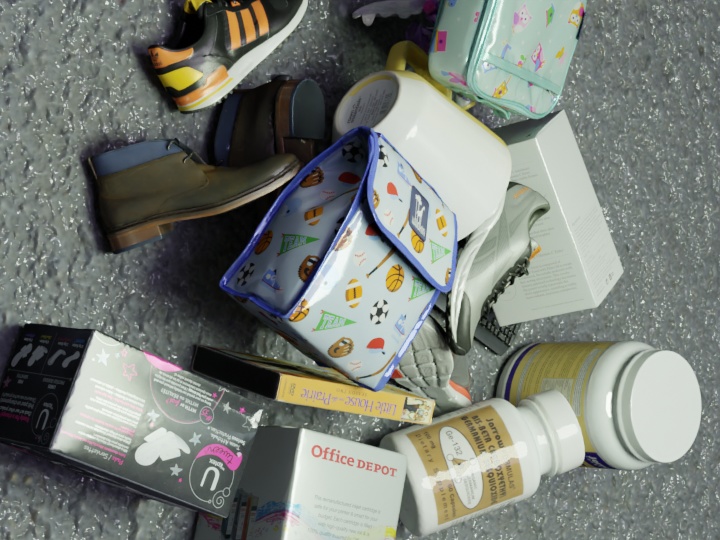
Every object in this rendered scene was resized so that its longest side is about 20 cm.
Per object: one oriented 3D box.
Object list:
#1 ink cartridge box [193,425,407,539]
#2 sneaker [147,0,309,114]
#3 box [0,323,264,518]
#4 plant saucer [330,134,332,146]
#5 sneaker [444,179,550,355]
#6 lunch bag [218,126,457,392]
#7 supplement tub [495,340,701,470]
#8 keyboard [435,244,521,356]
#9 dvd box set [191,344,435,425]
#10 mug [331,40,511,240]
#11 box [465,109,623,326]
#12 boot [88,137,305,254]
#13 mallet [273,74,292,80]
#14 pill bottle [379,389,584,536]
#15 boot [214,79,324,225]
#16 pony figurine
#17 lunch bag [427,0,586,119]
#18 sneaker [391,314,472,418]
[{"bbox_3d":[-0.064,0.259,1.607,0.145,0.145,0.200,20,75,-39],"label":"ink cartridge box"},{"bbox_3d":[-0.129,-0.246,1.626,0.200,0.070,0.090,-51,122,-28],"label":"sneaker"},{"bbox_3d":[-0.214,0.138,1.493,0.200,0.132,0.115,29,73,-36],"label":"box"},{"bbox_3d":[0.053,-0.116,1.801,0.200,0.036,0.200,2,87,-40],"label":"plant saucer"},{"bbox_3d":[0.137,-0.004,1.691,0.079,0.074,0.200,19,73,7],"label":"sneaker"},{"bbox_3d":[-0.002,-0.014,1.545,0.200,0.124,0.170,-57,137,-10],"label":"lunch bag"},{"bbox_3d":[0.268,0.152,1.864,0.145,0.200,0.146,2,86,-40],"label":"supplement tub"},{"bbox_3d":[0.134,0.004,1.852,0.200,0.021,0.127,38,64,-46],"label":"keyboard"},{"bbox_3d":[-0.046,0.114,1.630,0.200,0.146,0.029,13,91,-39],"label":"dvd box set"},{"bbox_3d":[0.043,-0.132,1.673,0.149,0.187,0.153,-42,129,8],"label":"mug"},{"bbox_3d":[0.187,-0.056,1.800,0.097,0.124,0.200,-42,115,-54],"label":"box"},{"bbox_3d":[-0.157,-0.094,1.543,0.200,0.075,0.097,-22,95,2],"label":"boot"},{"bbox_3d":[-0.083,-0.100,1.684,0.041,0.066,0.200,36,43,-72],"label":"mallet"},{"bbox_3d":[0.131,0.199,1.756,0.200,0.114,0.114,-18,100,-15],"label":"pill bottle"},{"bbox_3d":[-0.095,-0.090,1.635,0.075,0.097,0.200,12,85,-55],"label":"boot"},{"bbox_3d":[0.097,-0.280,1.792,0.200,0.166,0.193,66,20,-13],"label":"pony figurine"},{"bbox_3d":[0.154,-0.239,1.685,0.200,0.077,0.161,10,96,-56],"label":"lunch bag"},{"bbox_3d":[0.075,0.087,1.769,0.200,0.077,0.082,68,28,-54],"label":"sneaker"}]
